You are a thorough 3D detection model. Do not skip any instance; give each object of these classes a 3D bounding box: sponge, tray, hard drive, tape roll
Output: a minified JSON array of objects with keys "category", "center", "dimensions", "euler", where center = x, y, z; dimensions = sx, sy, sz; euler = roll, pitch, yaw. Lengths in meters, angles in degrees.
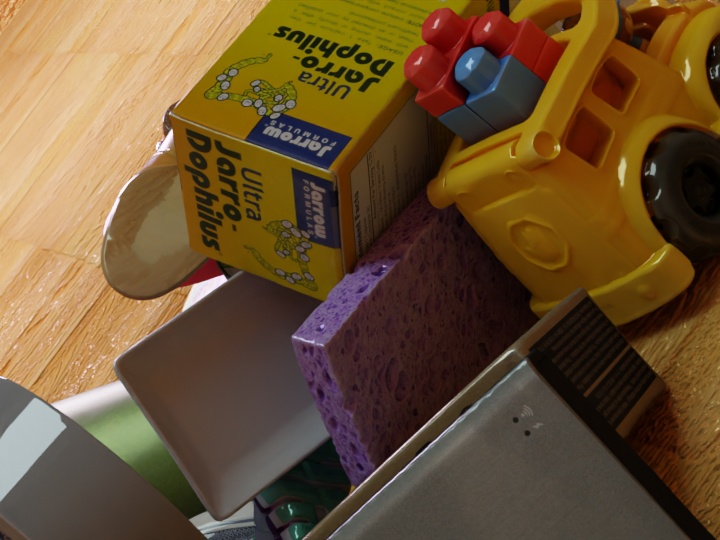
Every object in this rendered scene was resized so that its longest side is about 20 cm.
[{"category":"sponge","center":[0.042,0.020,1.382],"dimensions":[0.030,0.112,0.200],"euler":[8,43,39]},{"category":"tray","center":[-0.046,0.050,1.396],"dimensions":[0.200,0.107,0.022],"euler":[-36,3,-36]},{"category":"hard drive","center":[0.056,0.153,1.140],"dimensions":[0.200,0.140,0.033],"euler":[-44,-3,19]},{"category":"tape roll","center":[-0.154,0.148,1.367],"dimensions":[0.066,0.200,0.200],"euler":[-48,18,-15]}]

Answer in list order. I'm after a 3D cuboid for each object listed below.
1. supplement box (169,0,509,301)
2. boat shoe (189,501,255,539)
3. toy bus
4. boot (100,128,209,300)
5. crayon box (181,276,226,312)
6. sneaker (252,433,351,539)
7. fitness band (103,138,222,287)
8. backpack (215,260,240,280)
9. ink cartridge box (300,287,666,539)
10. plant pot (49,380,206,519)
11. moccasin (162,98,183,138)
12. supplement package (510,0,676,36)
[{"category":"supplement box","center":[-0.007,-0.095,1.400],"dimensions":[0.109,0.109,0.200],"euler":[20,50,23]},{"category":"boat shoe","center":[-0.118,0.218,1.473],"dimensions":[0.200,0.075,0.093],"euler":[-30,30,15]},{"category":"toy bus","center":[0.121,-0.095,1.361],"dimensions":[0.136,0.192,0.200],"euler":[-25,31,54]},{"category":"boot","center":[-0.125,-0.024,1.564],"dimensions":[0.144,0.071,0.201],"euler":[-55,7,50]},{"category":"crayon box","center":[-0.088,0.061,1.732],"dimensions":[0.119,0.058,0.200],"euler":[-34,25,39]},{"category":"sneaker","center":[-0.047,0.149,1.412],"dimensions":[0.088,0.074,0.200],"euler":[-49,37,32]},{"category":"fitness band","center":[-0.086,-0.057,1.702],"dimensions":[0.200,0.037,0.144],"euler":[-21,36,10]},{"category":"backpack","center":[0.000,0.000,1.534],"dimensions":[0.191,0.154,0.200],"euler":[-63,23,-3]},{"category":"ink cartridge box","center":[0.050,0.111,1.238],"dimensions":[0.200,0.075,0.165],"euler":[-45,-5,19]},{"category":"plant pot","center":[-0.159,0.151,1.583],"dimensions":[0.190,0.200,0.200],"euler":[-28,27,21]},{"category":"moccasin","center":[-0.045,-0.114,1.653],"dimensions":[0.201,0.078,0.074],"euler":[-2,45,29]},{"category":"supplement package","center":[0.085,-0.189,1.587],"dimensions":[0.114,0.200,0.109],"euler":[-56,20,-13]}]
